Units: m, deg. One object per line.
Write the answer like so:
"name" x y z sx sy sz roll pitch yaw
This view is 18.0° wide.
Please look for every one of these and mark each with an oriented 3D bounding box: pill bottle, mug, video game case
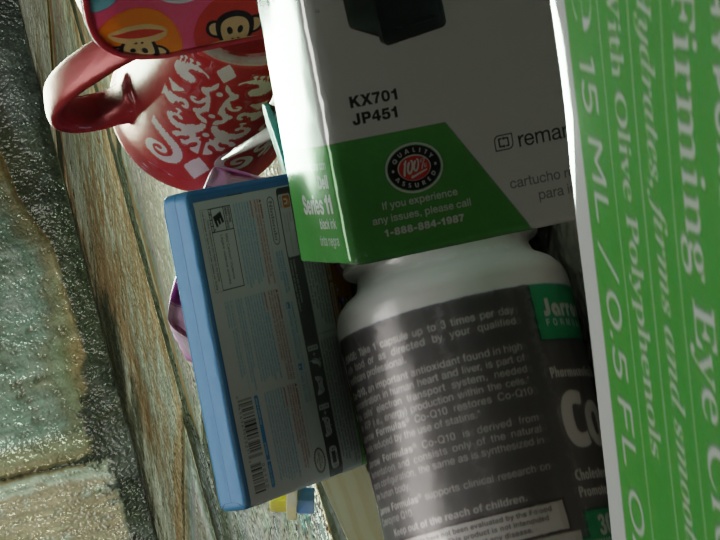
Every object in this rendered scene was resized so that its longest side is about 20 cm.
"pill bottle" 0.052 0.058 1.050 0.113 0.112 0.202 129 128 -75
"mug" -0.108 -0.135 1.523 0.134 0.177 0.200 47 159 4
"video game case" -0.014 0.023 1.088 0.018 0.199 0.144 -9 93 35

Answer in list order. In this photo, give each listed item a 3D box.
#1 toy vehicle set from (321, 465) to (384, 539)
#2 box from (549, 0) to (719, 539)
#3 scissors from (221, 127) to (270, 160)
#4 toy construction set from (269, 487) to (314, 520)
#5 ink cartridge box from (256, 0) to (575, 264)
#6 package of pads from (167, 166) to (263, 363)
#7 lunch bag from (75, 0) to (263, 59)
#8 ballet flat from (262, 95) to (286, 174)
"toy vehicle set" -0.009 0.115 1.304 0.124 0.026 0.201 67 177 -59
"box" 0.151 0.023 0.345 0.171 0.198 0.201 -148 49 -71
"scissors" -0.025 -0.087 1.262 0.200 0.014 0.074 -36 40 40
"toy construction set" -0.024 0.085 1.484 0.200 0.091 0.132 137 139 -70
"ink cartridge box" 0.035 -0.114 0.898 0.083 0.145 0.202 -174 72 -76
"package of pads" -0.085 0.007 1.594 0.200 0.075 0.121 96 -171 -82
"lunch bag" -0.051 -0.201 1.094 0.082 0.198 0.177 -118 23 -50
"ballet flat" 0.000 0.000 1.183 0.076 0.063 0.202 -136 32 -80
